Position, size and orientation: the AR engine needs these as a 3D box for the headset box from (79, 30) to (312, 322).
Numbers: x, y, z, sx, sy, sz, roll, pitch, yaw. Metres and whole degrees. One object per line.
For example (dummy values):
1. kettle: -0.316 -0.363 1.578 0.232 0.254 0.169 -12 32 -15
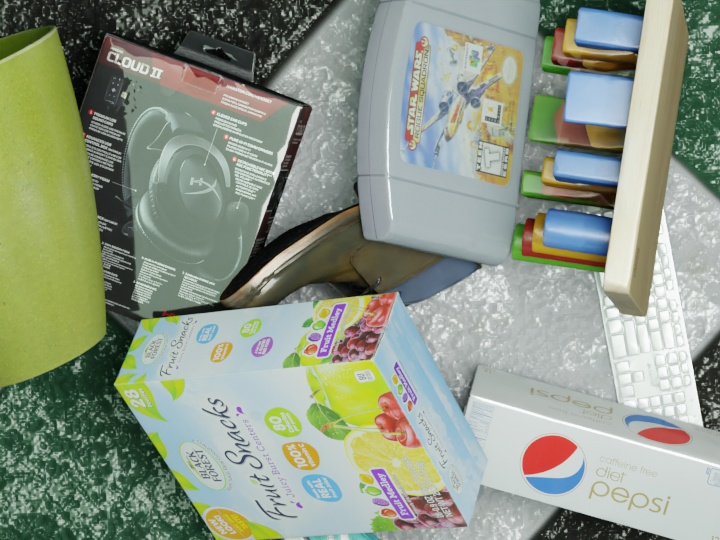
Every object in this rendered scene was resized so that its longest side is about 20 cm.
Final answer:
1. headset box: -0.130 -0.064 1.704 0.148 0.077 0.201 19 93 3

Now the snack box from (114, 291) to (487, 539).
1. snack box: -0.038 0.102 1.636 0.199 0.068 0.169 -6 132 29

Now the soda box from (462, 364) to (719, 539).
1. soda box: 0.165 0.129 1.693 0.198 0.068 0.064 16 108 3

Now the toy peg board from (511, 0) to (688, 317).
1. toy peg board: 0.152 -0.082 1.616 0.097 0.199 0.202 8 86 11

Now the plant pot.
1. plant pot: -0.247 -0.032 1.607 0.186 0.187 0.201 -21 103 5

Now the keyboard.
1. keyboard: 0.197 0.025 1.719 0.056 0.011 0.202 -10 92 4

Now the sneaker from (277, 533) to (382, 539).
1. sneaker: 0.025 0.233 1.712 0.080 0.078 0.200 -39 90 -4

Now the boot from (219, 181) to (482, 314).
1. boot: 0.000 0.000 1.670 0.200 0.075 0.097 -35 100 -27

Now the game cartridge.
1. game cartridge: 0.058 -0.112 1.660 0.041 0.133 0.202 2 84 45
